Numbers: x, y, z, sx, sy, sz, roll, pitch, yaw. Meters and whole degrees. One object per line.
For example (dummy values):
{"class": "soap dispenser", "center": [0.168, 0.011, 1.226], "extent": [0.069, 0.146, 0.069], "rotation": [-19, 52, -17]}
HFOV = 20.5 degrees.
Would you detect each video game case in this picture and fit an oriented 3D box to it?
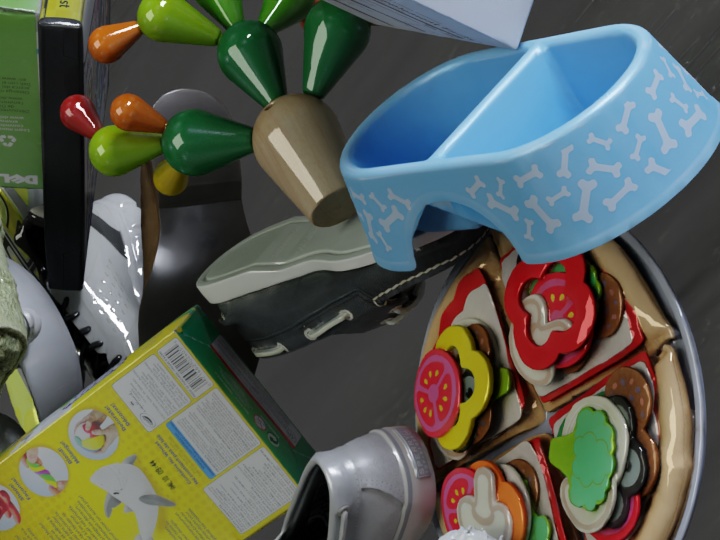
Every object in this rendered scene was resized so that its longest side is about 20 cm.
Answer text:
{"class": "video game case", "center": [-0.164, -0.122, 1.154], "extent": [0.201, 0.025, 0.182], "rotation": [97, 174, -46]}

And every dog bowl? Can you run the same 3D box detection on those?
{"class": "dog bowl", "center": [0.067, -0.056, 0.868], "extent": [0.199, 0.112, 0.050], "rotation": [-2, 129, 54]}

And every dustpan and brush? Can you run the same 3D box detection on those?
{"class": "dustpan and brush", "center": [-0.201, 0.041, 1.158], "extent": [0.140, 0.057, 0.200], "rotation": [62, 151, 2]}

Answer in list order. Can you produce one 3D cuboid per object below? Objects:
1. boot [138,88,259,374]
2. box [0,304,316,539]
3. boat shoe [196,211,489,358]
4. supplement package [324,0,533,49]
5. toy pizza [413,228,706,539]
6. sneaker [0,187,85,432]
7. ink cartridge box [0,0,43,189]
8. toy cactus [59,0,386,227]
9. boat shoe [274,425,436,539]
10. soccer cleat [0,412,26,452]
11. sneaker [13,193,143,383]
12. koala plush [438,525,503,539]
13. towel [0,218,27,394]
{"class": "boot", "center": [-0.098, 0.002, 1.149], "extent": [0.075, 0.073, 0.202], "rotation": [140, 129, -68]}
{"class": "box", "center": [-0.130, 0.123, 1.089], "extent": [0.200, 0.048, 0.118], "rotation": [-36, 97, 21]}
{"class": "boat shoe", "center": [0.000, 0.000, 1.007], "extent": [0.199, 0.076, 0.060], "rotation": [-13, 118, 50]}
{"class": "supplement package", "center": [0.016, -0.222, 0.879], "extent": [0.111, 0.155, 0.201], "rotation": [21, 91, 53]}
{"class": "toy pizza", "center": [0.080, 0.068, 0.914], "extent": [0.200, 0.032, 0.202], "rotation": [-4, 85, 54]}
{"class": "sneaker", "center": [-0.235, 0.020, 1.314], "extent": [0.075, 0.076, 0.201], "rotation": [-36, 61, 45]}
{"class": "ink cartridge box", "center": [-0.208, -0.117, 1.168], "extent": [0.201, 0.059, 0.104], "rotation": [98, 175, -50]}
{"class": "toy cactus", "center": [-0.048, -0.088, 1.015], "extent": [0.199, 0.102, 0.166], "rotation": [-30, 61, 0]}
{"class": "boat shoe", "center": [-0.023, 0.155, 1.009], "extent": [0.072, 0.068, 0.200], "rotation": [67, 147, 29]}
{"class": "soccer cleat", "center": [-0.198, 0.179, 1.192], "extent": [0.201, 0.070, 0.086], "rotation": [68, 173, -22]}
{"class": "sneaker", "center": [-0.155, 0.040, 1.202], "extent": [0.074, 0.080, 0.201], "rotation": [-52, 50, 36]}
{"class": "koala plush", "center": [0.037, 0.233, 0.887], "extent": [0.201, 0.182, 0.178], "rotation": [-98, 18, -47]}
{"class": "towel", "center": [-0.232, 0.038, 1.115], "extent": [0.200, 0.036, 0.149], "rotation": [121, 142, -45]}
